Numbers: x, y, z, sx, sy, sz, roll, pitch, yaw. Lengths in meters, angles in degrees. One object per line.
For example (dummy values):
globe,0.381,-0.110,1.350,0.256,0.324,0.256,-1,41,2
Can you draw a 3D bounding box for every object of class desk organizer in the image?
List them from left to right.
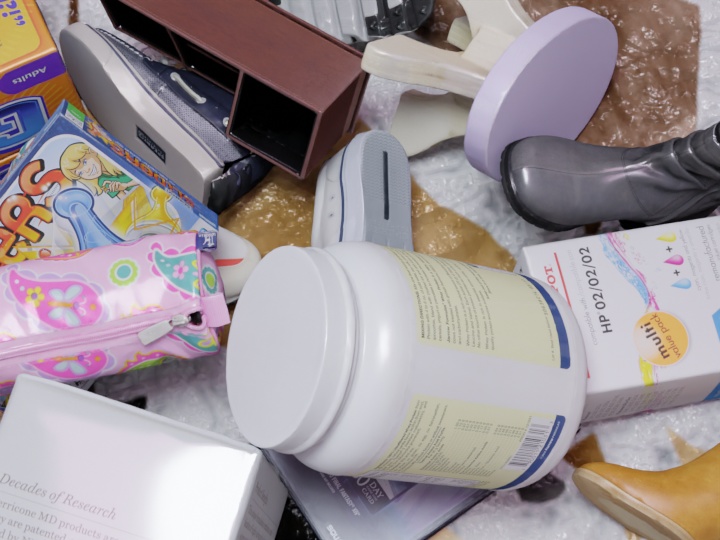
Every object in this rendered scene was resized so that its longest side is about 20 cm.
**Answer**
desk organizer,-0.098,-0.155,1.024,0.199,0.072,0.077,30,46,10

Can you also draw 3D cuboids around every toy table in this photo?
toy table,0.094,-0.146,1.033,0.117,0.200,0.185,30,107,22

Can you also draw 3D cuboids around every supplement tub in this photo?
supplement tub,0.029,0.061,0.900,0.198,0.145,0.147,11,66,-32

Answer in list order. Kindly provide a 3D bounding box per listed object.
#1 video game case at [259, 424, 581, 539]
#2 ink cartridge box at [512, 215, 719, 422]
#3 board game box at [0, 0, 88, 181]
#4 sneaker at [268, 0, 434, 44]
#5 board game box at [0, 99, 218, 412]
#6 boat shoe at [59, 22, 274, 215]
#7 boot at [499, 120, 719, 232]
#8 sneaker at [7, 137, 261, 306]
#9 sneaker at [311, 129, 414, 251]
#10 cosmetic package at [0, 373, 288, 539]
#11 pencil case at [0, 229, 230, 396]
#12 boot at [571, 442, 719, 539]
video game case,0.037,0.111,1.011,0.199,0.019,0.143,-33,72,-9
ink cartridge box,0.176,0.039,0.996,0.198,0.068,0.116,-9,67,-8
board game box,-0.323,-0.148,1.019,0.198,0.200,0.201,-25,70,-8
sneaker,-0.029,-0.203,1.106,0.198,0.090,0.067,-6,102,18
board game box,-0.210,0.002,0.971,0.135,0.035,0.200,36,103,-19
boat shoe,-0.140,-0.131,1.086,0.092,0.075,0.200,-34,70,-29
boot,0.201,-0.074,0.970,0.199,0.131,0.071,1,74,-39
sneaker,-0.160,-0.037,1.007,0.198,0.094,0.071,16,42,-8
sneaker,0.000,0.000,1.027,0.073,0.071,0.202,18,64,-30
cosmetic package,-0.157,0.199,0.900,0.165,0.168,0.202,15,74,8
pencil case,-0.183,0.032,0.921,0.198,0.088,0.088,-11,70,-2
boot,0.257,0.130,0.969,0.200,0.071,0.145,26,76,0
